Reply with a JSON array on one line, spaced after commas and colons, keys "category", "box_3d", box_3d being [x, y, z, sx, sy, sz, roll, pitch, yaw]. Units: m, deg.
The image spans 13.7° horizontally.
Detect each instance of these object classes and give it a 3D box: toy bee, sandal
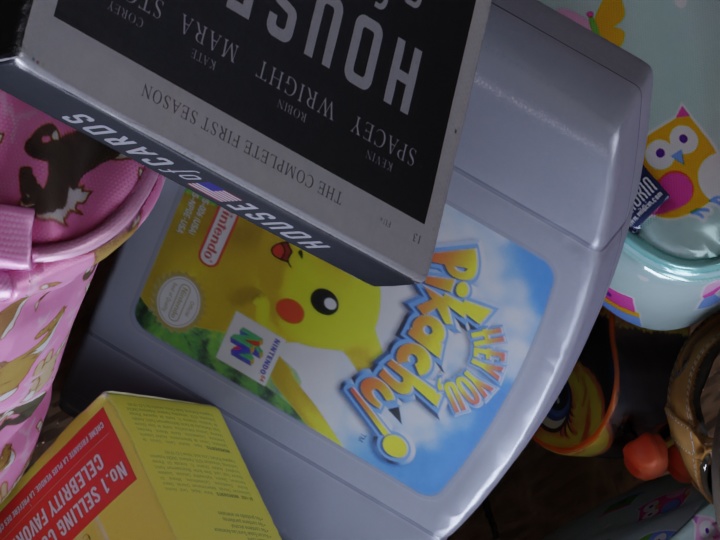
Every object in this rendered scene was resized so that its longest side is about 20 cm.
[{"category": "toy bee", "box_3d": [0.085, 0.016, 0.957, 0.130, 0.109, 0.201, -17, 123, -27]}, {"category": "sandal", "box_3d": [0.121, 0.034, 0.901, 0.054, 0.200, 0.082, -5, 112, 16]}]

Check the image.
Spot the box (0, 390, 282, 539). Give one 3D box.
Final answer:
[{"category": "box", "box_3d": [-0.038, 0.134, 0.826, 0.050, 0.201, 0.075, 13, 132, -48]}]

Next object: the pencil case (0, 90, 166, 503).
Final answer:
[{"category": "pencil case", "box_3d": [-0.106, 0.003, 0.782, 0.086, 0.083, 0.200, -25, 165, -25]}]

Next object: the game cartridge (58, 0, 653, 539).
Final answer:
[{"category": "game cartridge", "box_3d": [0.000, 0.000, 0.854, 0.133, 0.041, 0.201, 27, 128, 3]}]

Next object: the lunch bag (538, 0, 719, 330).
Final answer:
[{"category": "lunch bag", "box_3d": [0.107, -0.092, 0.886, 0.200, 0.161, 0.077, -39, 171, -11]}]

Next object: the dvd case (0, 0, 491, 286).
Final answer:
[{"category": "dvd case", "box_3d": [-0.015, -0.115, 0.721, 0.150, 0.025, 0.201, 28, 69, -46]}]

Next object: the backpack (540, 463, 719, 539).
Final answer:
[{"category": "backpack", "box_3d": [0.097, 0.141, 0.973, 0.127, 0.200, 0.167, 42, 85, -3]}]
